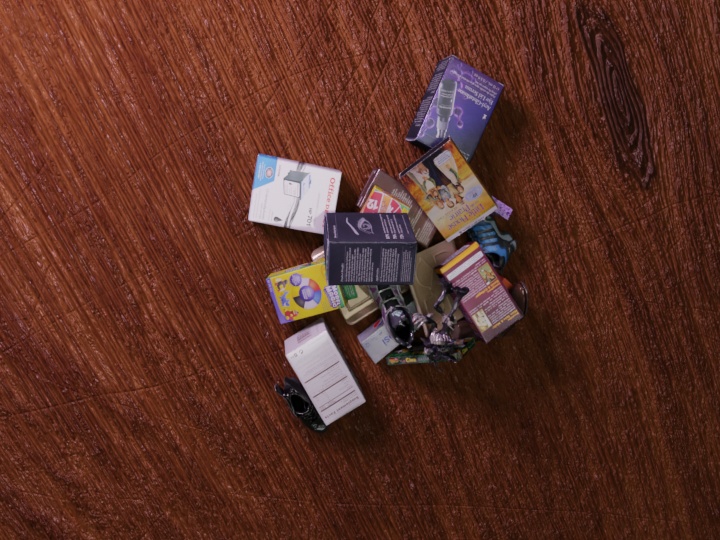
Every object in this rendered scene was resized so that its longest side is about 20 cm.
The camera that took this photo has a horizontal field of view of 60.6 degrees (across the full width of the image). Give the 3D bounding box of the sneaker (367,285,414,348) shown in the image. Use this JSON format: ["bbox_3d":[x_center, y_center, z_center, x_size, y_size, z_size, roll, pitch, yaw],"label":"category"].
[{"bbox_3d":[0.077,0.082,1.407,0.076,0.140,0.205,-27,100,-2],"label":"sneaker"}]

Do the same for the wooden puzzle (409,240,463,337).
[{"bbox_3d":[0.184,0.039,1.487,0.197,0.046,0.191,-23,96,-39],"label":"wooden puzzle"}]

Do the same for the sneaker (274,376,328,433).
[{"bbox_3d":[-0.139,0.334,1.499,0.059,0.104,0.202,-35,104,-2],"label":"sneaker"}]

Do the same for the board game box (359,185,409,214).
[{"bbox_3d":[0.025,-0.085,1.431,0.093,0.030,0.203,26,114,-11],"label":"board game box"}]

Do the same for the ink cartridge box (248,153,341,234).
[{"bbox_3d":[-0.151,-0.174,1.413,0.193,0.086,0.152,9,99,-10],"label":"ink cartridge box"}]

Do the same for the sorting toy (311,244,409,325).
[{"bbox_3d":[0.000,0.000,1.500,0.182,0.036,0.204,-30,100,-3],"label":"sorting toy"}]

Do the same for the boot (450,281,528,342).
[{"bbox_3d":[0.303,0.116,1.506,0.193,0.065,0.191,-8,132,-21],"label":"boot"}]

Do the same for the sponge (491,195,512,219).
[{"bbox_3d":[0.262,-0.188,1.467,0.196,0.112,0.030,30,97,-13],"label":"sponge"}]

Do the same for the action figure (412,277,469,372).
[{"bbox_3d":[0.169,0.124,1.350,0.100,0.118,0.207,4,107,-37],"label":"action figure"}]

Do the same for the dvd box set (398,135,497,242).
[{"bbox_3d":[0.199,-0.179,1.393,0.144,0.030,0.201,-32,114,21],"label":"dvd box set"}]

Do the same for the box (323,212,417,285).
[{"bbox_3d":[0.017,-0.050,1.347,0.192,0.149,0.108,0,119,-5],"label":"box"}]

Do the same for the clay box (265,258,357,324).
[{"bbox_3d":[-0.113,0.043,1.449,0.194,0.048,0.118,-15,103,14],"label":"clay box"}]

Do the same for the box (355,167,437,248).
[{"bbox_3d":[0.095,-0.148,1.467,0.196,0.075,0.102,30,95,-15],"label":"box"}]

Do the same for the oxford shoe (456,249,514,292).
[{"bbox_3d":[0.299,0.021,1.521,0.198,0.071,0.074,35,91,-23],"label":"oxford shoe"}]

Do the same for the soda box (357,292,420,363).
[{"bbox_3d":[0.089,0.135,1.522,0.198,0.063,0.069,-39,105,-1],"label":"soda box"}]

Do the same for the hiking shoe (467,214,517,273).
[{"bbox_3d":[0.297,-0.084,1.502,0.197,0.074,0.088,35,73,-13],"label":"hiking shoe"}]

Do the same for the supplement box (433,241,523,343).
[{"bbox_3d":[0.271,0.050,1.424,0.109,0.086,0.203,-33,93,-1],"label":"supplement box"}]

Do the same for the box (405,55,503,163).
[{"bbox_3d":[0.214,-0.362,1.423,0.144,0.104,0.206,22,96,-14],"label":"box"}]

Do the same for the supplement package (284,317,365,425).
[{"bbox_3d":[-0.087,0.241,1.484,0.115,0.117,0.204,-29,104,-3],"label":"supplement package"}]

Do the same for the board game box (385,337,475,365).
[{"bbox_3d":[0.167,0.193,1.472,0.195,0.104,0.024,-10,102,34],"label":"board game box"}]
